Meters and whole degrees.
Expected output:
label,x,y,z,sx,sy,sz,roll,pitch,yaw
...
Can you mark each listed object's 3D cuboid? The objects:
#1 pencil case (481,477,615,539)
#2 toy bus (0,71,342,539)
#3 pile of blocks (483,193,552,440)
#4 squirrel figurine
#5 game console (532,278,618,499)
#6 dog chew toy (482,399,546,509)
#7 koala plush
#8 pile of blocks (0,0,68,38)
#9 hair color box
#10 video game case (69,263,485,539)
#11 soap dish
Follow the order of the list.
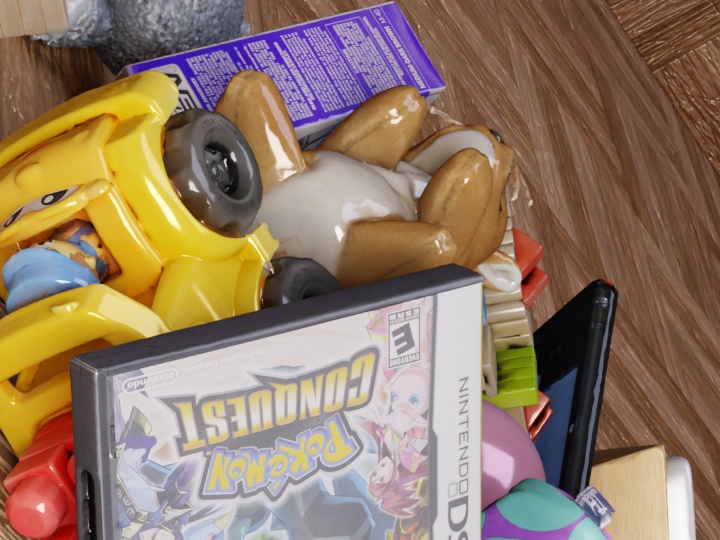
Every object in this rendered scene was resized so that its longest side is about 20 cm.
label,x,y,z,sx,sy,sz,roll,pitch,yaw
pencil case,0.047,0.190,1.299,0.092,0.200,0.085,39,-20,30
toy bus,-0.110,0.041,1.176,0.201,0.135,0.192,58,32,-14
pile of blocks,0.083,0.024,1.585,0.082,0.062,0.201,-51,131,-80
squirrel figurine,0.000,0.000,1.347,0.141,0.201,0.186,33,23,19
game console,0.110,0.121,1.649,0.177,0.031,0.201,121,-19,-67
dog chew toy,0.044,0.171,1.486,0.125,0.124,0.201,44,40,-50
koala plush,-0.111,-0.181,1.530,0.177,0.184,0.201,23,48,-27
pile of blocks,-0.214,-0.205,1.339,0.200,0.082,0.062,53,18,-31
hair color box,-0.062,-0.073,1.394,0.199,0.109,0.065,-17,72,-43
video game case,-0.030,0.104,1.130,0.025,0.199,0.182,22,-61,50
soap dish,0.158,0.194,1.712,0.200,0.081,0.158,147,-59,-81
